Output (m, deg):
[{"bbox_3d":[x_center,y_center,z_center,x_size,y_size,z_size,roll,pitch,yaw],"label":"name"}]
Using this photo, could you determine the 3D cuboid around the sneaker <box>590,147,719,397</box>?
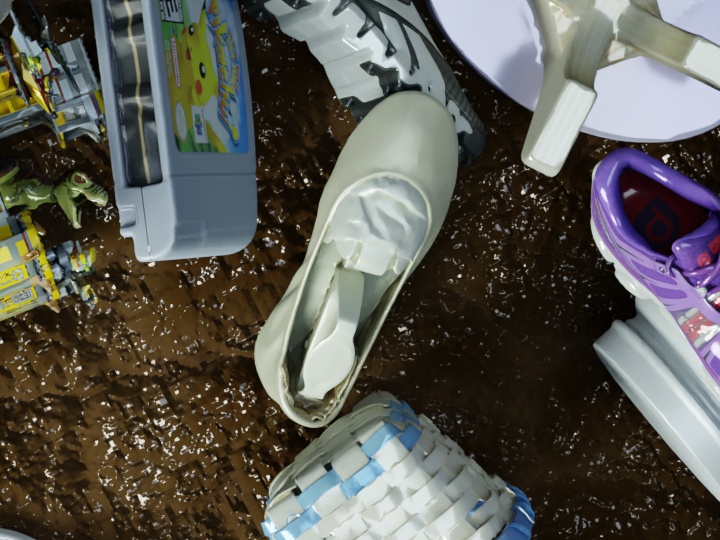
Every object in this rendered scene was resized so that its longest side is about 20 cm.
[{"bbox_3d":[0.186,0.014,1.477,0.200,0.083,0.081,41,86,21],"label":"sneaker"}]

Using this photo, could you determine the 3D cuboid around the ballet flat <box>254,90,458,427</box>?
[{"bbox_3d":[0.000,0.000,1.554,0.069,0.069,0.200,19,119,-10],"label":"ballet flat"}]

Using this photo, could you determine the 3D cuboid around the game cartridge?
[{"bbox_3d":[-0.096,-0.106,1.525,0.040,0.133,0.200,-7,90,15],"label":"game cartridge"}]

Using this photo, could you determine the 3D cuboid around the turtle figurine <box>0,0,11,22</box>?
[{"bbox_3d":[-0.185,-0.184,1.376,0.200,0.144,0.194,58,44,-34],"label":"turtle figurine"}]

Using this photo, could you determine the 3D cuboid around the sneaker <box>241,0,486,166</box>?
[{"bbox_3d":[0.007,-0.140,1.568,0.200,0.066,0.091,42,61,-26],"label":"sneaker"}]

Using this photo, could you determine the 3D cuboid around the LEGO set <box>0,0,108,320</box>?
[{"bbox_3d":[-0.161,-0.055,1.508,0.116,0.200,0.154,-21,80,-6],"label":"LEGO set"}]

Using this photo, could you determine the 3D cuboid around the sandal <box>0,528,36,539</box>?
[{"bbox_3d":[-0.158,0.224,1.601,0.079,0.059,0.207,-44,101,0],"label":"sandal"}]

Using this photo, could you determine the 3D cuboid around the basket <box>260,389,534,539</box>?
[{"bbox_3d":[0.039,0.170,1.568,0.139,0.176,0.200,-44,92,2],"label":"basket"}]

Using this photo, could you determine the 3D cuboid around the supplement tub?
[{"bbox_3d":[0.241,0.023,1.584,0.200,0.145,0.145,-39,101,-1],"label":"supplement tub"}]

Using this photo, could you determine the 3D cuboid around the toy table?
[{"bbox_3d":[0.132,-0.139,1.562,0.200,0.117,0.184,15,95,-8],"label":"toy table"}]
